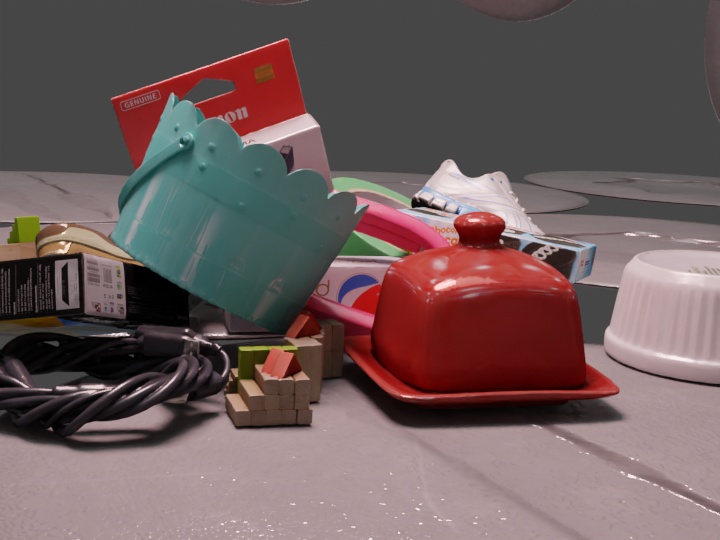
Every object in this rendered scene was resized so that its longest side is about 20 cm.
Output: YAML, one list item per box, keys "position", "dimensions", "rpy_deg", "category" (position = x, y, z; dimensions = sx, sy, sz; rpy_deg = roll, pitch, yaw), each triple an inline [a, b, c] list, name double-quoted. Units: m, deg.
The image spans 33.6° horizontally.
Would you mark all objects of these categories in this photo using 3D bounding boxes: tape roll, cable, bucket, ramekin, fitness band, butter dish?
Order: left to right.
- position: [-0.208, 0.084, 0.897]
  dimensions: [0.198, 0.051, 0.163]
  rpy_deg: [4, 17, 24]
  category: "cable"
- position: [-0.109, -0.046, 1.030]
  dimensions: [0.206, 0.136, 0.207]
  rpy_deg: [30, 1, -1]
  category: "bucket"
- position: [0.000, 0.000, 1.151]
  dimensions: [0.198, 0.038, 0.145]
  rpy_deg: [19, 55, 2]
  category: "fitness band"
- position: [0.036, -0.033, 1.352]
  dimensions: [0.199, 0.048, 0.201]
  rpy_deg: [24, 23, -11]
  category: "tape roll"
- position: [0.096, 0.026, 0.992]
  dimensions: [0.197, 0.150, 0.200]
  rpy_deg: [1, 10, -15]
  category: "butter dish"
- position: [0.336, 0.039, 1.136]
  dimensions: [0.200, 0.095, 0.202]
  rpy_deg: [3, 10, -1]
  category: "ramekin"

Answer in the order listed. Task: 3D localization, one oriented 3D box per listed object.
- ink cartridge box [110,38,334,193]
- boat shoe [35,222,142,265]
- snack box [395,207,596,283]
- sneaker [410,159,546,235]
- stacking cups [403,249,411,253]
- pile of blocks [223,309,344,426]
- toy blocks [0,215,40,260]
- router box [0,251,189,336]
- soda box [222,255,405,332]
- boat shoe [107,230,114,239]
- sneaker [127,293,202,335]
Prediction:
- position: [-0.139, -0.123, 1.241]
  dimensions: [0.198, 0.178, 0.045]
  rpy_deg: [-21, 32, -11]
  category: "ink cartridge box"
- position: [-0.240, 0.017, 1.205]
  dimensions: [0.199, 0.077, 0.071]
  rpy_deg: [16, -37, -41]
  category: "boat shoe"
- position: [0.140, -0.029, 1.249]
  dimensions: [0.198, 0.038, 0.116]
  rpy_deg: [13, 8, 18]
  category: "snack box"
- position: [0.162, -0.065, 1.352]
  dimensions: [0.199, 0.087, 0.075]
  rpy_deg: [30, -19, 8]
  category: "sneaker"
- position: [0.007, -0.007, 1.421]
  dimensions: [0.060, 0.061, 0.200]
  rpy_deg: [6, 16, 17]
  category: "stacking cups"
- position: [-0.063, 0.068, 0.958]
  dimensions: [0.081, 0.063, 0.200]
  rpy_deg: [4, 10, 8]
  category: "pile of blocks"
- position: [-0.380, 0.002, 1.216]
  dimensions: [0.136, 0.101, 0.199]
  rpy_deg: [-4, 2, 43]
  category: "toy blocks"
- position: [-0.248, 0.025, 0.992]
  dimensions: [0.147, 0.052, 0.200]
  rpy_deg: [-5, -7, 15]
  category: "router box"
- position: [-0.038, 0.023, 1.202]
  dimensions: [0.197, 0.069, 0.064]
  rpy_deg: [0, 10, -12]
  category: "soda box"
- position: [-0.193, -0.011, 1.313]
  dimensions: [0.197, 0.060, 0.072]
  rpy_deg: [2, -31, 12]
  category: "boat shoe"
- position: [-0.186, -0.014, 1.161]
  dimensions: [0.080, 0.084, 0.201]
  rpy_deg: [-23, 27, 33]
  category: "sneaker"
